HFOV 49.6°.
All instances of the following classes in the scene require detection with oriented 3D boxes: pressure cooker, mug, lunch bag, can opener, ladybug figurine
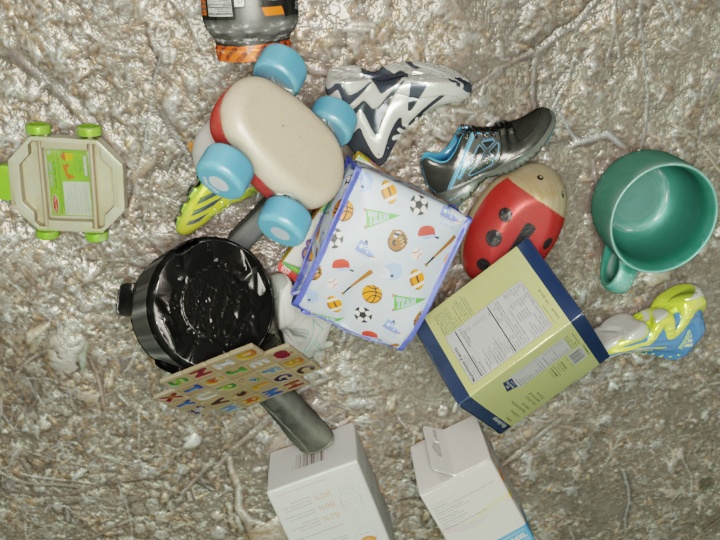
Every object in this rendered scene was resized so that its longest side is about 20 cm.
[{"bbox_3d":[-0.219,0.051,1.059,0.178,0.199,0.177,-41,103,-24],"label":"pressure cooker"},{"bbox_3d":[0.388,-0.080,1.090,0.183,0.115,0.153,-33,111,9],"label":"mug"},{"bbox_3d":[0.019,-0.016,0.989,0.167,0.124,0.204,21,100,-11],"label":"lunch bag"},{"bbox_3d":[-0.100,-0.087,1.086,0.200,0.054,0.067,-43,107,13],"label":"can opener"},{"bbox_3d":[0.220,-0.055,1.111,0.134,0.072,0.203,27,107,-14],"label":"ladybug figurine"}]

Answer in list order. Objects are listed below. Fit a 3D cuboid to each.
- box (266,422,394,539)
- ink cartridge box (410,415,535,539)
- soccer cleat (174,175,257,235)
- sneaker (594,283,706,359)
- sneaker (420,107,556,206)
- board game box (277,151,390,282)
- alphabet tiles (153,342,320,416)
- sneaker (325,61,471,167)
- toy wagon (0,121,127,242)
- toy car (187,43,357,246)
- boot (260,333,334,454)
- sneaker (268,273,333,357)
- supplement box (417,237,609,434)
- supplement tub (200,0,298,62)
[{"bbox_3d":[-0.044,0.375,1.240,0.149,0.107,0.204,-19,111,3],"label":"box"},{"bbox_3d":[0.169,0.342,1.231,0.123,0.129,0.203,-27,111,6],"label":"ink cartridge box"},{"bbox_3d":[-0.179,-0.116,1.063,0.083,0.065,0.201,36,104,-19],"label":"soccer cleat"},{"bbox_3d":[0.443,0.108,1.188,0.197,0.076,0.106,-27,111,6],"label":"sneaker"},{"bbox_3d":[0.174,-0.169,1.063,0.198,0.073,0.083,-34,110,8],"label":"sneaker"},{"bbox_3d":[-0.024,-0.050,1.052,0.095,0.030,0.201,33,109,-14],"label":"board game box"},{"bbox_3d":[-0.157,0.144,1.006,0.196,0.006,0.167,-22,150,12],"label":"alphabet tiles"},{"bbox_3d":[0.048,-0.202,1.044,0.194,0.080,0.132,-8,127,-16],"label":"sneaker"},{"bbox_3d":[-0.419,-0.121,1.058,0.194,0.040,0.159,2,111,-4],"label":"toy wagon"},{"bbox_3d":[-0.133,-0.137,0.959,0.176,0.198,0.187,38,61,-28],"label":"toy car"},{"bbox_3d":[-0.109,0.189,1.143,0.072,0.181,0.202,-39,104,-22],"label":"boot"},{"bbox_3d":[-0.086,0.061,1.110,0.078,0.071,0.202,-19,147,-6],"label":"sneaker"},{"bbox_3d":[0.214,0.100,1.090,0.198,0.136,0.200,-37,146,10],"label":"supplement box"},{"bbox_3d":[-0.137,-0.362,0.939,0.119,0.123,0.205,-3,112,-3],"label":"supplement tub"}]
